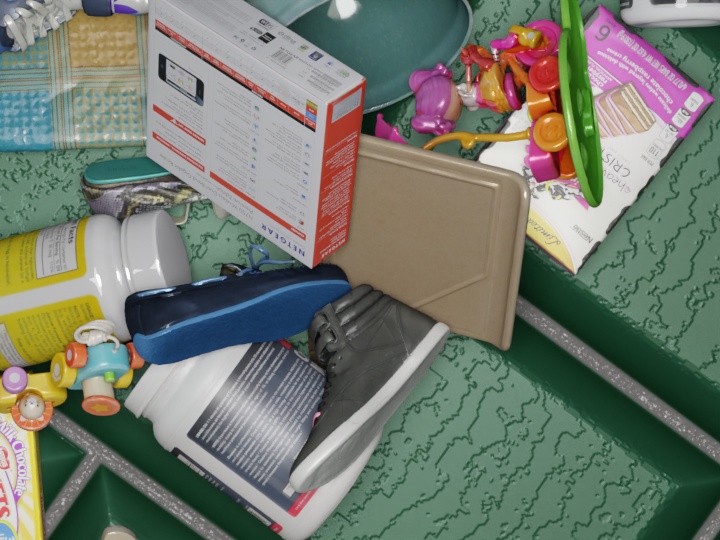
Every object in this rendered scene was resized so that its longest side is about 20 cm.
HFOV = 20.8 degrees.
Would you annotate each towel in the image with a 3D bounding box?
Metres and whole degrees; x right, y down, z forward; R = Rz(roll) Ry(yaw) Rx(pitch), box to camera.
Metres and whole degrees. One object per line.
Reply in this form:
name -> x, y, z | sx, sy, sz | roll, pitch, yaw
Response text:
towel -> -0.248, -0.181, 1.758 | 0.198, 0.022, 0.148 | -2, 86, -1

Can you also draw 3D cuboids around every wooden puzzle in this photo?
wooden puzzle -> 0.046, -0.032, 1.658 | 0.198, 0.037, 0.186 | 18, 133, 15

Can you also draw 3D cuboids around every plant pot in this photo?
plant pot -> -0.017, -0.241, 1.691 | 0.199, 0.201, 0.135 | -19, 66, 1

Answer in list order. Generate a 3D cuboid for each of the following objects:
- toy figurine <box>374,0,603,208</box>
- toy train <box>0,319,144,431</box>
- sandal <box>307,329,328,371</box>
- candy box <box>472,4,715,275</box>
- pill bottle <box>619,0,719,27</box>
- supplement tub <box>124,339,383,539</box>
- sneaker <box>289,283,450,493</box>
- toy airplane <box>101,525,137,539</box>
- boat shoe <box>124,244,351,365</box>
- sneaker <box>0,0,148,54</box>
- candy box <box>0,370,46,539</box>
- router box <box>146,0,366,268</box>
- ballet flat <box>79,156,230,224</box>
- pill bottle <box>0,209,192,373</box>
toy figurine -> 0.102, -0.137, 1.672 | 0.182, 0.150, 0.202 | -9, 65, 15
toy train -> -0.283, 0.101, 1.680 | 0.198, 0.150, 0.056 | -15, 72, 14
sandal -> 0.000, 0.000, 1.757 | 0.081, 0.055, 0.202 | 3, 92, 15
candy box -> 0.200, -0.116, 1.747 | 0.136, 0.061, 0.201 | 38, 93, 0
pill bottle -> 0.280, -0.316, 1.712 | 0.111, 0.112, 0.202 | -1, 93, 0
supplement tub -> -0.092, 0.129, 1.721 | 0.199, 0.140, 0.141 | 37, 92, -2
sneaker -> -0.020, 0.094, 1.651 | 0.099, 0.071, 0.200 | 35, 63, 13
toy airplane -> -0.228, 0.342, 1.747 | 0.200, 0.141, 0.199 | -49, 130, -6
boat shoe -> -0.103, 0.017, 1.650 | 0.198, 0.085, 0.069 | -9, 51, -30
sneaker -> -0.259, -0.236, 1.707 | 0.145, 0.081, 0.201 | 21, 69, 10
candy box -> -0.340, 0.195, 1.782 | 0.101, 0.026, 0.202 | -5, 93, -3
router box -> -0.092, -0.126, 1.622 | 0.199, 0.180, 0.049 | 34, 50, 24
ballet flat -> -0.148, -0.077, 1.756 | 0.198, 0.072, 0.073 | -10, 93, 1
pill bottle -> -0.255, 0.016, 1.715 | 0.198, 0.114, 0.115 | -13, 93, 10
